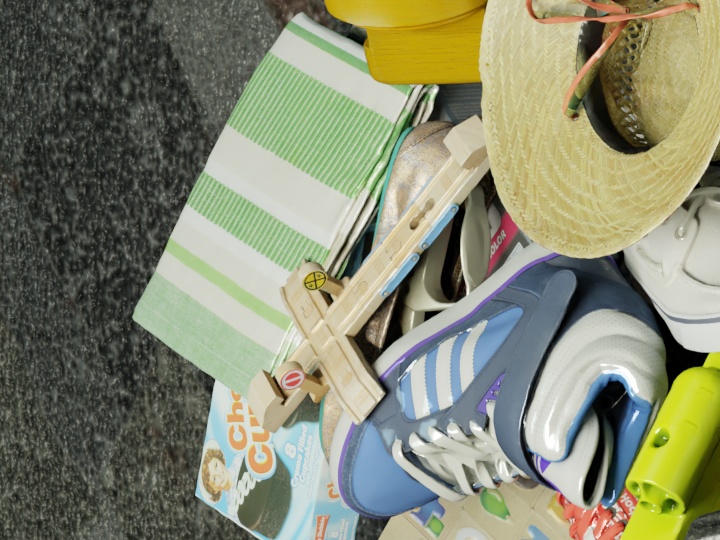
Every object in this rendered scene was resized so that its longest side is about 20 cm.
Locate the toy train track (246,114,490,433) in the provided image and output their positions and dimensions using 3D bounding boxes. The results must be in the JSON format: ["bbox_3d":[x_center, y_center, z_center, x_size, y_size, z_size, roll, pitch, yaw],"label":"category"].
[{"bbox_3d":[0.000,0.000,1.547,0.200,0.032,0.115,-51,41,17],"label":"toy train track"}]

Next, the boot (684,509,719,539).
[{"bbox_3d":[0.205,0.086,1.317,0.158,0.079,0.212,-20,96,41],"label":"boot"}]

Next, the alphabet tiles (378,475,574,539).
[{"bbox_3d":[0.088,0.139,1.629,0.200,0.006,0.167,42,128,18],"label":"alphabet tiles"}]

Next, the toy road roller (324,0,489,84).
[{"bbox_3d":[0.044,-0.187,1.579,0.122,0.200,0.146,1,124,22],"label":"toy road roller"}]

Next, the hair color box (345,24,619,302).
[{"bbox_3d":[0.051,-0.047,1.663,0.200,0.060,0.099,58,135,29],"label":"hair color box"}]

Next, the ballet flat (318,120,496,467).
[{"bbox_3d":[0.029,0.022,1.591,0.067,0.068,0.201,22,105,35],"label":"ballet flat"}]

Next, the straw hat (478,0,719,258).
[{"bbox_3d":[0.147,-0.099,1.440,0.201,0.085,0.202,-18,67,50],"label":"straw hat"}]

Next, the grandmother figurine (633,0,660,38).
[{"bbox_3d":[0.209,-0.062,1.481,0.200,0.060,0.121,61,162,23],"label":"grandmother figurine"}]

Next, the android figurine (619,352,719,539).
[{"bbox_3d":[0.188,0.115,1.431,0.041,0.182,0.200,8,59,45],"label":"android figurine"}]

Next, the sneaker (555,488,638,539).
[{"bbox_3d":[0.133,0.139,1.513,0.202,0.108,0.067,50,130,17],"label":"sneaker"}]

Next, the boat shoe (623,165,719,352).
[{"bbox_3d":[0.166,-0.015,1.457,0.070,0.071,0.200,64,177,-15],"label":"boat shoe"}]

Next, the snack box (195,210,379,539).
[{"bbox_3d":[-0.034,0.053,1.697,0.116,0.037,0.201,27,111,51],"label":"snack box"}]

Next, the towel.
[{"bbox_3d":[-0.043,-0.035,1.659,0.152,0.023,0.201,32,98,51],"label":"towel"}]

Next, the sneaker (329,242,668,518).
[{"bbox_3d":[0.070,0.084,1.501,0.200,0.081,0.147,-44,32,16],"label":"sneaker"}]
